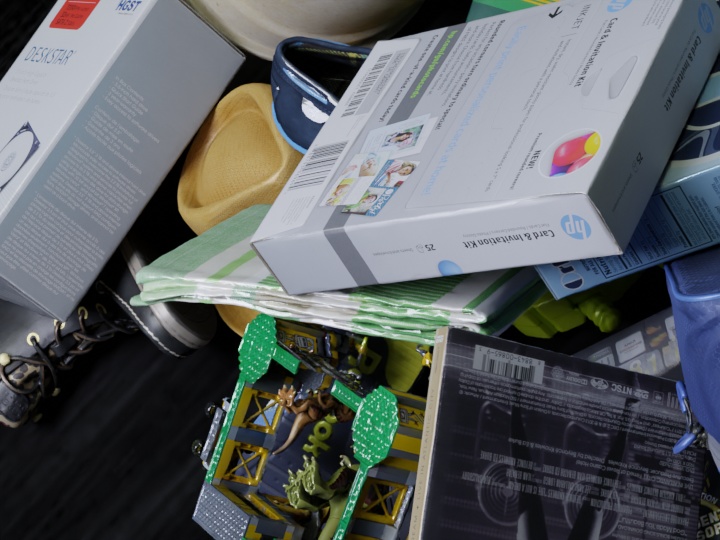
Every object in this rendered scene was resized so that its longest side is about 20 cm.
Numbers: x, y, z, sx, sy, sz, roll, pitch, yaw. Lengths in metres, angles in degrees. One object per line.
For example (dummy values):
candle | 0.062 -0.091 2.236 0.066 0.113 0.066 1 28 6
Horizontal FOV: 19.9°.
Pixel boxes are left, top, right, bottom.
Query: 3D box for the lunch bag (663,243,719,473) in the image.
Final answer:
lunch bag | 0.229 0.037 0.911 0.199 0.133 0.136 -20 9 11

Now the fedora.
fedora | -0.051 -0.054 1.232 0.200 0.082 0.202 -32 44 37

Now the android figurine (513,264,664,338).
android figurine | 0.102 -0.039 1.156 0.182 0.041 0.200 -49 43 2

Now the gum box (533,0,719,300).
gum box | 0.177 -0.084 0.966 0.199 0.045 0.171 -20 33 25

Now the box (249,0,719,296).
box | 0.060 -0.064 0.975 0.199 0.041 0.156 -9 39 41

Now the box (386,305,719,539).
box | 0.111 0.128 1.045 0.199 0.049 0.162 -27 49 24

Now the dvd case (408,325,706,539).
dvd case | 0.087 0.139 0.930 0.016 0.148 0.202 -15 64 62

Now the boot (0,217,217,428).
boot | -0.180 0.038 1.308 0.151 0.073 0.200 -48 40 4

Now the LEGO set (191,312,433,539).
LEGO set | 0.009 0.110 1.023 0.200 0.115 0.155 13 88 59

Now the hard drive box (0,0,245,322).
hard drive box | -0.183 -0.079 1.287 0.201 0.077 0.156 -57 28 -12

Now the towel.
towel | 0.000 0.000 1.068 0.198 0.152 0.024 6 110 24

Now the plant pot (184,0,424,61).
plant pot | -0.002 -0.226 1.195 0.202 0.200 0.183 -62 20 -10

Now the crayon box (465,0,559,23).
crayon box | 0.140 -0.184 1.171 0.118 0.058 0.201 -7 48 33

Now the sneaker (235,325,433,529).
sneaker | -0.014 0.079 1.155 0.200 0.074 0.082 -54 1 25

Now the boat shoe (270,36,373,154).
boat shoe | 0.036 -0.080 1.118 0.198 0.069 0.085 9 53 18
